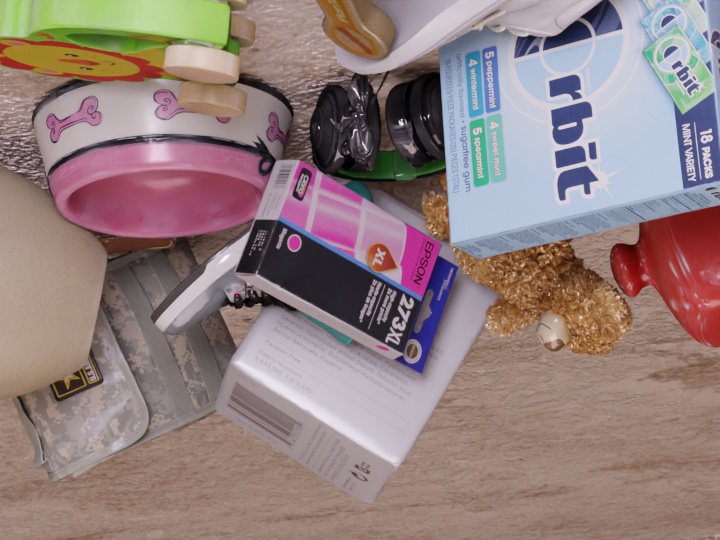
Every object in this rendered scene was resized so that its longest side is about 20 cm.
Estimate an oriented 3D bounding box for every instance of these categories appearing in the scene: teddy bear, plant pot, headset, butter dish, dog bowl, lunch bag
[{"bbox_3d":[0.122,-0.005,1.742,0.067,0.200,0.145,-33,179,-42],"label":"teddy bear"},{"bbox_3d":[-0.271,0.017,1.731,0.134,0.201,0.200,11,161,-7],"label":"plant pot"},{"bbox_3d":[0.019,-0.095,1.638,0.123,0.094,0.200,-6,162,10],"label":"headset"},{"bbox_3d":[0.266,-0.020,1.715,0.147,0.201,0.199,-18,161,8],"label":"butter dish"},{"bbox_3d":[-0.149,-0.083,1.683,0.199,0.074,0.200,-3,162,-1],"label":"dog bowl"},{"bbox_3d":[-0.219,0.077,1.933,0.200,0.164,0.118,-23,176,-34],"label":"lunch bag"}]

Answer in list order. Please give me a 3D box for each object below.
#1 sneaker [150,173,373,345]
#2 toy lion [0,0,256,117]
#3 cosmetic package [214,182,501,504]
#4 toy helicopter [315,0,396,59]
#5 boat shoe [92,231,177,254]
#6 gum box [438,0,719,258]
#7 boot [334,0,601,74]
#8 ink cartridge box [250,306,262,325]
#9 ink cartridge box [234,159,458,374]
[{"bbox_3d":[-0.056,0.018,1.746,0.200,0.121,0.084,-37,-179,0],"label":"sneaker"},{"bbox_3d":[-0.167,-0.152,1.444,0.191,0.069,0.200,7,175,-1],"label":"toy lion"},{"bbox_3d":[0.001,0.060,1.868,0.165,0.200,0.165,32,162,2],"label":"cosmetic package"},{"bbox_3d":[-0.033,-0.189,1.346,0.132,0.079,0.200,14,159,25],"label":"toy helicopter"},{"bbox_3d":[-0.252,-0.021,1.865,0.199,0.072,0.076,-1,163,-7],"label":"boat shoe"},{"bbox_3d":[0.151,-0.112,1.480,0.199,0.170,0.045,-12,160,28],"label":"gum box"},{"bbox_3d":[0.078,-0.169,1.443,0.095,0.074,0.200,19,152,-37],"label":"boot"},{"bbox_3d":[-0.023,0.039,2.108,0.116,0.068,0.200,-8,164,15],"label":"ink cartridge box"},{"bbox_3d":[0.000,0.000,1.685,0.200,0.095,0.037,30,163,-37],"label":"ink cartridge box"}]
